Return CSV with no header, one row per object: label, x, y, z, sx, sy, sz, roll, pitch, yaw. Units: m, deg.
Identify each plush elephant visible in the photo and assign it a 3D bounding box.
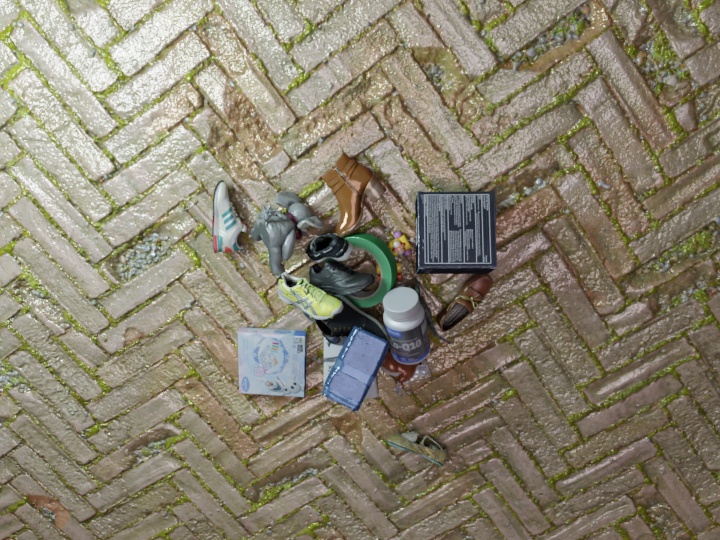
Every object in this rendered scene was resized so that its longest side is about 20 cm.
plush elephant,-0.190,-0.119,1.455,0.154,0.165,0.201,-21,149,-27

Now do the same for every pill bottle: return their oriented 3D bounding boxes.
pill bottle,0.123,0.149,1.480,0.113,0.114,0.201,-11,129,6

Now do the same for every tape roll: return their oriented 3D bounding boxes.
tape roll,0.000,0.000,1.491,0.199,0.048,0.202,8,111,23

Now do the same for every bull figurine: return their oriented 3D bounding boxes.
bull figurine,0.103,0.289,1.594,0.199,0.065,0.122,23,74,3

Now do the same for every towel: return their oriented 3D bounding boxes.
towel,-0.012,0.250,1.407,0.111,0.049,0.201,27,90,4

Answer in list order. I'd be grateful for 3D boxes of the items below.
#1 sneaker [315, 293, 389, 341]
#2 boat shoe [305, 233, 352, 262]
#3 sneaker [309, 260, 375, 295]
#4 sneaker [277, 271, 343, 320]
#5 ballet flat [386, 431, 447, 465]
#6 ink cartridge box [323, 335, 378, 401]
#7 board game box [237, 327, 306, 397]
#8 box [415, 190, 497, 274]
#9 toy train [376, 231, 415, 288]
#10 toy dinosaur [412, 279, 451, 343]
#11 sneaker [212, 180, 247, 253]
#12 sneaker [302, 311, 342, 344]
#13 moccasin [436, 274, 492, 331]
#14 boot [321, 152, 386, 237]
sneaker,-0.024,0.160,1.460,0.199,0.106,0.075,36,143,4
boat shoe,-0.096,-0.066,1.442,0.060,0.199,0.076,35,67,-29
sneaker,-0.057,0.017,1.455,0.198,0.076,0.092,-4,103,25
sneaker,-0.137,0.066,1.426,0.199,0.076,0.077,18,139,21
ballet flat,0.178,0.532,1.680,0.199,0.071,0.071,24,107,-4
ink cartridge box,-0.027,0.249,1.520,0.143,0.201,0.084,-6,143,4
board game box,-0.260,0.272,1.623,0.197,0.043,0.202,3,108,1
box,0.242,-0.094,1.416,0.196,0.123,0.202,0,83,3
toy train,0.131,-0.021,1.510,0.150,0.056,0.201,32,105,-7
toy dinosaur,0.177,0.126,1.538,0.047,0.088,0.201,-31,93,-27
sneaker,-0.356,-0.144,1.495,0.093,0.070,0.202,1,106,-17
sneaker,-0.101,0.114,1.539,0.200,0.087,0.075,49,146,17
moccasin,0.290,0.091,1.525,0.201,0.078,0.074,-43,101,14
boot,-0.048,-0.197,1.457,0.154,0.074,0.200,39,94,-10
